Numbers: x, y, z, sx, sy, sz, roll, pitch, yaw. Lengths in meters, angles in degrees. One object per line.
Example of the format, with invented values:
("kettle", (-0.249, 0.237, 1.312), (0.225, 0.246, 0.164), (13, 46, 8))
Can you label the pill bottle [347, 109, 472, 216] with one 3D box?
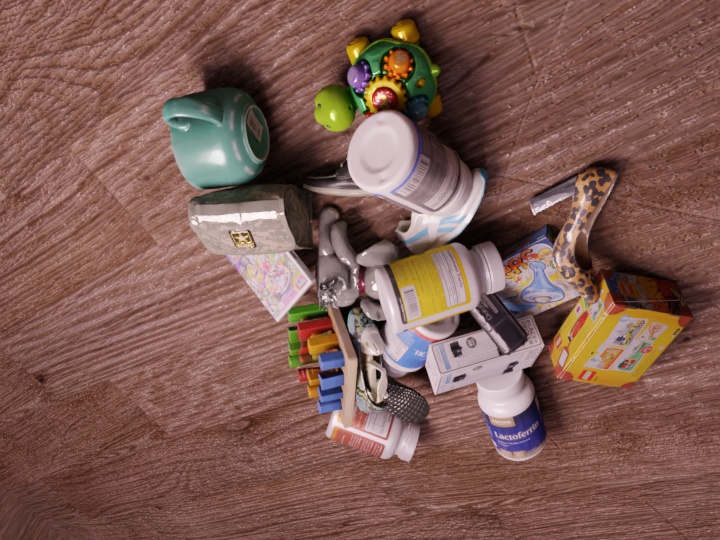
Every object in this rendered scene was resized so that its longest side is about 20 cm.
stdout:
("pill bottle", (0.080, -0.147, 0.939), (0.112, 0.116, 0.198), (-20, 160, 31))

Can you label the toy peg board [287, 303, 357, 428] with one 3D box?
("toy peg board", (-0.082, 0.175, 1.259), (0.096, 0.201, 0.203), (-8, 133, -14))

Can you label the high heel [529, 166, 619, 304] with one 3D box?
("high heel", (0.363, -0.052, 0.993), (0.141, 0.071, 0.203), (-25, 95, 40))

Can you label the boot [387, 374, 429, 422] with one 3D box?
("boot", (0.053, 0.222, 1.323), (0.198, 0.131, 0.068), (31, 108, -18))

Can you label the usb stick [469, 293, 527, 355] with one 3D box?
("usb stick", (0.210, 0.055, 1.107), (0.055, 0.033, 0.201), (-39, 82, 9))

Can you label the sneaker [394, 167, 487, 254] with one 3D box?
("sneaker", (0.132, -0.098, 1.058), (0.080, 0.077, 0.200), (35, 129, -9))

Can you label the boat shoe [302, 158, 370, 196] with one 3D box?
("boat shoe", (-0.007, -0.157, 1.075), (0.196, 0.071, 0.069), (2, 93, 26))

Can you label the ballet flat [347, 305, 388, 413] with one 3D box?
("ballet flat", (0.022, 0.167, 1.199), (0.073, 0.074, 0.205), (-4, 100, 22))

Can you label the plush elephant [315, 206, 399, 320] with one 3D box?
("plush elephant", (0.000, 0.000, 1.137), (0.151, 0.202, 0.168), (1, 125, -7))

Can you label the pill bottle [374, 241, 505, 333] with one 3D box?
("pill bottle", (0.129, 0.021, 1.042), (0.196, 0.112, 0.113), (-16, 128, -5))

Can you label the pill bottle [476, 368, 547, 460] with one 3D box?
("pill bottle", (0.298, 0.272, 1.281), (0.113, 0.117, 0.202), (-9, 125, 25))

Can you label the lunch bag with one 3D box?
("lunch bag", (-0.176, -0.086, 1.068), (0.160, 0.200, 0.121), (-2, 90, 10))

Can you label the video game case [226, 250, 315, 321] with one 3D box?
("video game case", (-0.183, -0.019, 1.216), (0.201, 0.018, 0.143), (51, 131, 7))

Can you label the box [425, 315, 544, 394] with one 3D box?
("box", (0.221, 0.154, 1.165), (0.196, 0.061, 0.117), (-15, 153, -7))

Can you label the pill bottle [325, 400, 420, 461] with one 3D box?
("pill bottle", (0.029, 0.351, 1.440), (0.196, 0.113, 0.113), (21, 132, 1))

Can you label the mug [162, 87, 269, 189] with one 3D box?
("mug", (-0.217, -0.206, 1.013), (0.112, 0.185, 0.155), (-4, 110, 17))

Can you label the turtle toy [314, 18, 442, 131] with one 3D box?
("turtle toy", (0.024, -0.261, 0.940), (0.196, 0.102, 0.147), (-11, 124, 26))

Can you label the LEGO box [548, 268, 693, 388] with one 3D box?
("LEGO box", (0.435, 0.105, 1.098), (0.146, 0.078, 0.202), (10, 133, -10))

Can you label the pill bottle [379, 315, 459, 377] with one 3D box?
("pill bottle", (0.098, 0.122, 1.220), (0.111, 0.113, 0.201), (26, 141, -4))

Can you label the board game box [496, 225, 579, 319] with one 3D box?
("board game box", (0.279, 0.021, 1.133), (0.198, 0.035, 0.135), (-31, 114, 36))
